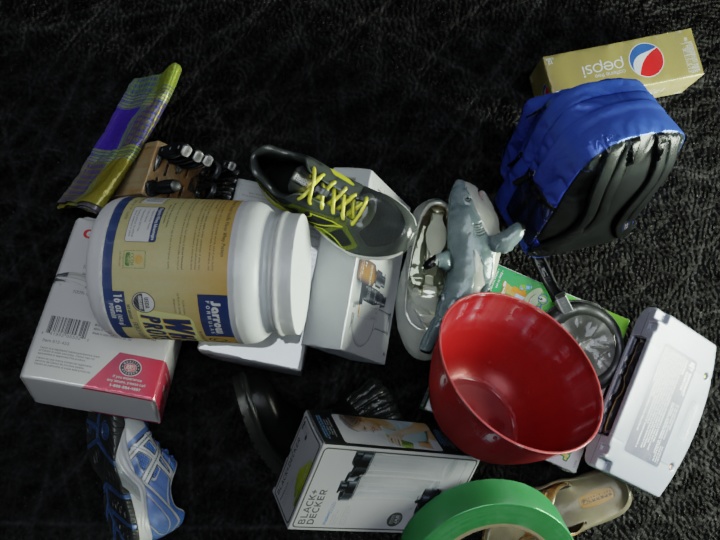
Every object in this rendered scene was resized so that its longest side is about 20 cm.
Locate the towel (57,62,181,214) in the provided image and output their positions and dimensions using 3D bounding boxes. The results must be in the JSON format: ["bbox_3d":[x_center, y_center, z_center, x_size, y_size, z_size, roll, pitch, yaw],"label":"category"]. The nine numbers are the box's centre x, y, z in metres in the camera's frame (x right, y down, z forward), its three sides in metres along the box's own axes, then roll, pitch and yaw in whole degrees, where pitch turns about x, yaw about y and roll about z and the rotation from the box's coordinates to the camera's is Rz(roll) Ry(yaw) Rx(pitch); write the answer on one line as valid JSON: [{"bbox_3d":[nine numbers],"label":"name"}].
[{"bbox_3d":[-0.282,-0.152,0.994,0.023,0.144,0.200,35,77,-31],"label":"towel"}]

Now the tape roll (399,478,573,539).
[{"bbox_3d":[0.141,0.330,0.948,0.200,0.048,0.201,-3,112,-7],"label":"tape roll"}]

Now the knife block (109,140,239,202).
[{"bbox_3d":[-0.229,-0.107,0.954,0.199,0.176,0.064,15,79,10],"label":"knife block"}]

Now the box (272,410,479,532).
[{"bbox_3d":[0.018,0.225,0.933,0.200,0.060,0.117,12,113,-28],"label":"box"}]

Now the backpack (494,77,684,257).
[{"bbox_3d":[0.251,-0.131,0.979,0.162,0.200,0.168,-17,64,-24],"label":"backpack"}]

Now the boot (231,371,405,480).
[{"bbox_3d":[-0.041,0.164,0.959,0.158,0.079,0.211,-30,125,-4],"label":"boot"}]

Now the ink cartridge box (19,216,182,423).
[{"bbox_3d":[-0.273,0.054,0.958,0.144,0.084,0.200,11,61,-3],"label":"ink cartridge box"}]

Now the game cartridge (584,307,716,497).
[{"bbox_3d":[0.351,0.160,1.013,0.133,0.041,0.200,28,81,-24],"label":"game cartridge"}]

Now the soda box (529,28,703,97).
[{"bbox_3d":[0.324,-0.249,1.084,0.199,0.068,0.064,-11,82,-5],"label":"soda box"}]

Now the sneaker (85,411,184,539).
[{"bbox_3d":[-0.261,0.216,0.980,0.077,0.076,0.200,-2,69,-42],"label":"sneaker"}]

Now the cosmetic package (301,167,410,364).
[{"bbox_3d":[0.000,0.000,0.980,0.052,0.151,0.201,6,81,19],"label":"cosmetic package"}]

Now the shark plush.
[{"bbox_3d":[0.107,-0.001,0.994,0.083,0.091,0.200,27,90,-21],"label":"shark plush"}]

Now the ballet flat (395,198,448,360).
[{"bbox_3d":[0.081,0.007,1.029,0.069,0.069,0.201,6,81,-3],"label":"ballet flat"}]

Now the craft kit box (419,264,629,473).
[{"bbox_3d":[0.200,0.115,1.034,0.197,0.049,0.200,23,81,-3],"label":"craft kit box"}]

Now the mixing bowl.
[{"bbox_3d":[0.150,0.135,0.931,0.200,0.108,0.200,17,45,-18],"label":"mixing bowl"}]

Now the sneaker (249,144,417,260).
[{"bbox_3d":[-0.037,-0.070,0.881,0.200,0.085,0.075,24,87,21],"label":"sneaker"}]

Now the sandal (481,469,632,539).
[{"bbox_3d":[0.234,0.290,1.003,0.200,0.054,0.081,-20,83,-7],"label":"sandal"}]

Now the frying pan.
[{"bbox_3d":[0.261,0.054,1.015,0.115,0.031,0.191,0,84,-6],"label":"frying pan"}]

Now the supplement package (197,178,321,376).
[{"bbox_3d":[-0.104,0.012,0.988,0.117,0.117,0.201,12,80,-1],"label":"supplement package"}]

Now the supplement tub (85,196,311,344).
[{"bbox_3d":[-0.156,0.000,0.857,0.199,0.144,0.145,2,81,6],"label":"supplement tub"}]
